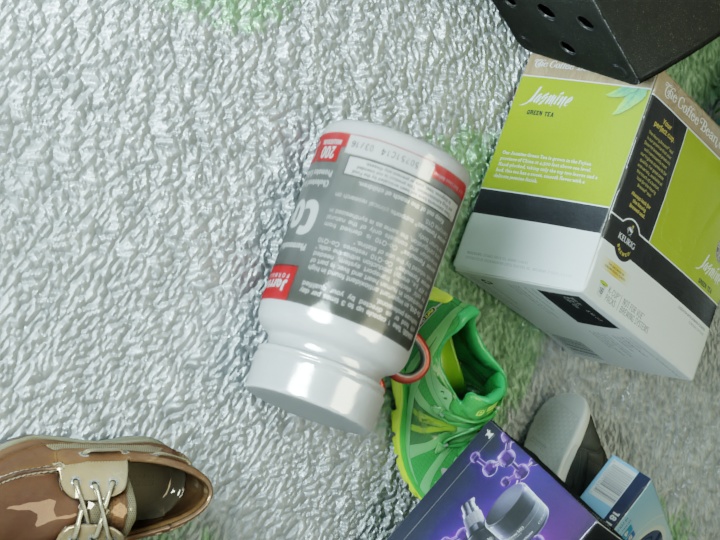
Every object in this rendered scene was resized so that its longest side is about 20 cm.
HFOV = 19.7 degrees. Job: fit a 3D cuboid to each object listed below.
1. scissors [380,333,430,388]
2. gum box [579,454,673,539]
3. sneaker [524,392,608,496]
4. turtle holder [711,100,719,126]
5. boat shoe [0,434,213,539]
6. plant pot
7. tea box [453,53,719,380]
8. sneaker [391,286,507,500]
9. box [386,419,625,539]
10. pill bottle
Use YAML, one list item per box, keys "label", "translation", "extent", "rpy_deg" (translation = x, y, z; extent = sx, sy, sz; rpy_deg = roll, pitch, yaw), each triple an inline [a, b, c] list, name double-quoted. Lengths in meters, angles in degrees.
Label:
- label: "scissors"
  translation: [0.000, 0.000, 1.547]
  extent: [0.073, 0.014, 0.201]
  rpy_deg: [-15, 97, -9]
- label: "gum box"
  translation: [0.194, 0.269, 1.752]
  extent: [0.170, 0.044, 0.200]
  rpy_deg: [-51, 150, -13]
- label: "sneaker"
  translation: [0.159, 0.210, 1.742]
  extent: [0.099, 0.070, 0.201]
  rpy_deg: [54, 54, -35]
- label: "turtle holder"
  translation: [0.386, -0.133, 1.891]
  extent: [0.141, 0.131, 0.186]
  rpy_deg: [-42, 127, -35]
- label: "boat shoe"
  translation: [-0.176, 0.144, 1.332]
  extent: [0.199, 0.072, 0.076]
  rpy_deg: [-9, 105, -49]
- label: "plant pot"
  translation: [0.196, -0.262, 1.602]
  extent: [0.178, 0.200, 0.200]
  rpy_deg: [-52, 134, -15]
- label: "tea box"
  translation: [0.206, -0.044, 1.696]
  extent: [0.200, 0.133, 0.198]
  rpy_deg: [36, 72, -48]
- label: "sneaker"
  translation: [0.071, 0.109, 1.608]
  extent: [0.074, 0.083, 0.201]
  rpy_deg: [-35, 124, -40]
- label: "box"
  translation: [0.089, 0.237, 1.563]
  extent: [0.200, 0.141, 0.079]
  rpy_deg: [-50, 134, 1]
- label: "pill bottle"
  translation: [-0.005, 0.005, 1.472]
  extent: [0.114, 0.113, 0.201]
  rpy_deg: [32, 73, -48]
